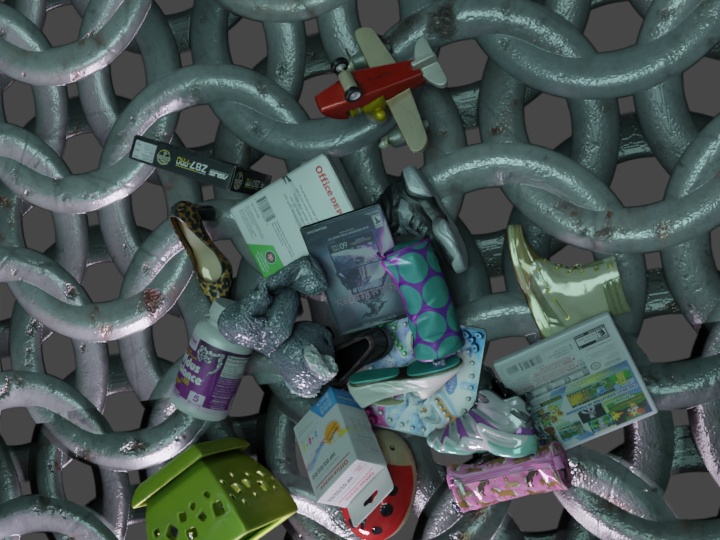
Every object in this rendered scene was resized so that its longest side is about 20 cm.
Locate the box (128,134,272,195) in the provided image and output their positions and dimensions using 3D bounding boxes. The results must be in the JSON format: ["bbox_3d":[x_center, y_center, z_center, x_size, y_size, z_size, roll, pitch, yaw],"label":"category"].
[{"bbox_3d":[-0.275,-0.180,1.594,0.200,0.161,0.049,18,96,15],"label":"box"}]

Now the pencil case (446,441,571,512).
[{"bbox_3d":[0.239,0.331,1.474,0.200,0.087,0.083,-18,102,23],"label":"pencil case"}]

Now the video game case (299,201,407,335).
[{"bbox_3d":[0.000,0.000,1.525,0.143,0.019,0.200,-17,105,13],"label":"video game case"}]

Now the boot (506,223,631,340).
[{"bbox_3d":[0.328,-0.001,1.453,0.154,0.072,0.200,-22,92,18],"label":"boot"}]

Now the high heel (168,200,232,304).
[{"bbox_3d":[-0.289,-0.022,1.612,0.071,0.143,0.201,-11,88,18],"label":"high heel"}]

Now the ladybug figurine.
[{"bbox_3d":[0.025,0.373,1.562,0.135,0.072,0.201,8,94,17],"label":"ladybug figurine"}]

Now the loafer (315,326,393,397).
[{"bbox_3d":[-0.036,0.156,1.563,0.200,0.063,0.072,-36,73,27],"label":"loafer"}]

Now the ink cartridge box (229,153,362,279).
[{"bbox_3d":[-0.100,-0.090,1.580,0.200,0.084,0.146,-28,84,16],"label":"ink cartridge box"}]

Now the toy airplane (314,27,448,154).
[{"bbox_3d":[0.045,-0.298,1.516,0.199,0.141,0.200,22,62,5],"label":"toy airplane"}]

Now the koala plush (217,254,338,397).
[{"bbox_3d":[-0.116,0.115,1.509,0.184,0.177,0.200,-32,84,-29],"label":"koala plush"}]

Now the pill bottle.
[{"bbox_3d":[-0.255,0.155,1.623,0.112,0.112,0.200,24,98,16],"label":"pill bottle"}]

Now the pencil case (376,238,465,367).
[{"bbox_3d":[0.099,0.050,1.472,0.092,0.085,0.200,-19,100,-2],"label":"pencil case"}]

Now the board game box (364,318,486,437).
[{"bbox_3d":[0.100,0.182,1.556,0.199,0.026,0.201,10,95,17],"label":"board game box"}]

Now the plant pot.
[{"bbox_3d":[-0.261,0.406,1.594,0.199,0.200,0.182,-39,73,15],"label":"plant pot"}]

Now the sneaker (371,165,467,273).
[{"bbox_3d":[0.094,-0.066,1.528,0.114,0.075,0.200,-32,77,17],"label":"sneaker"}]

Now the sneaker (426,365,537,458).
[{"bbox_3d":[0.193,0.223,1.465,0.200,0.078,0.140,-6,82,38],"label":"sneaker"}]

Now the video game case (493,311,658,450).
[{"bbox_3d":[0.341,0.184,1.458,0.200,0.022,0.183,-26,99,16],"label":"video game case"}]

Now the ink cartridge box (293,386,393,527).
[{"bbox_3d":[-0.031,0.307,1.517,0.115,0.068,0.200,-51,40,23],"label":"ink cartridge box"}]

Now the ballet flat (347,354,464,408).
[{"bbox_3d":[0.079,0.187,1.520,0.199,0.069,0.070,-13,88,13],"label":"ballet flat"}]
